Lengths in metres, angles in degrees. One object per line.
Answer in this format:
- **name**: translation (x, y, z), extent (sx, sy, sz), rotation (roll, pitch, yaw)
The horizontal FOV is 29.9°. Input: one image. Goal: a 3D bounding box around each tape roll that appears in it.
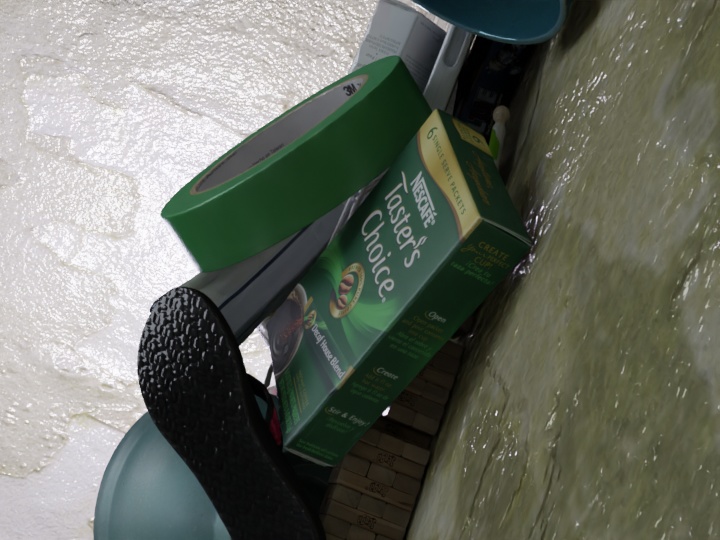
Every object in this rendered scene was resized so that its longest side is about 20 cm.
- **tape roll**: translation (-0.045, -0.075, 0.934), extent (0.199, 0.048, 0.201), rotation (-31, 15, 9)

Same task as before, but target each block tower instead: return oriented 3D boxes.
- **block tower**: translation (0.021, 0.099, 0.877), extent (0.054, 0.057, 0.202), rotation (128, 163, -78)

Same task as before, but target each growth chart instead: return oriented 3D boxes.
- **growth chart**: translation (0.068, -0.004, 1.000), extent (0.146, 0.018, 0.201), rotation (-73, 3, -46)

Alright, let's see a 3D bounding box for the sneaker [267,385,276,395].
- **sneaker**: translation (-0.091, 0.172, 1.204), extent (0.201, 0.103, 0.076), rotation (70, -175, -55)

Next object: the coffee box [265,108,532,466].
- **coffee box**: translation (0.016, 0.010, 0.837), extent (0.200, 0.044, 0.124), rotation (-50, 31, 26)

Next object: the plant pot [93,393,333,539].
- **plant pot**: translation (-0.070, 0.180, 0.941), extent (0.134, 0.199, 0.202), rotation (-8, 59, 57)

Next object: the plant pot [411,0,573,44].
- **plant pot**: translation (0.093, -0.284, 0.869), extent (0.189, 0.199, 0.200), rotation (-56, 1, -12)

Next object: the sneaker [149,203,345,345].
- **sneaker**: translation (-0.080, -0.008, 1.019), extent (0.200, 0.071, 0.073), rotation (-44, -8, -45)

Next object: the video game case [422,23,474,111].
- **video game case**: translation (0.083, -0.197, 1.062), extent (0.200, 0.023, 0.184), rotation (-56, -12, -84)

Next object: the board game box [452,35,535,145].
- **board game box**: translation (0.124, -0.206, 1.085), extent (0.136, 0.034, 0.201), rotation (-75, 6, -56)

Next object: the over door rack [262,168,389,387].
- **over door rack**: translation (0.000, 0.000, 0.991), extent (0.201, 0.066, 0.148), rotation (-53, -6, 24)

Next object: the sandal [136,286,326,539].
- **sandal**: translation (-0.080, 0.105, 0.857), extent (0.075, 0.202, 0.045), rotation (-33, -12, 21)

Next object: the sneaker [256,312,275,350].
- **sneaker**: translation (-0.038, 0.069, 1.179), extent (0.075, 0.201, 0.088), rotation (-29, -16, -6)

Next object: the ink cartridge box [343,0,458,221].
- **ink cartridge box**: translation (0.031, -0.119, 1.194), extent (0.162, 0.057, 0.202), rotation (19, -80, -60)
